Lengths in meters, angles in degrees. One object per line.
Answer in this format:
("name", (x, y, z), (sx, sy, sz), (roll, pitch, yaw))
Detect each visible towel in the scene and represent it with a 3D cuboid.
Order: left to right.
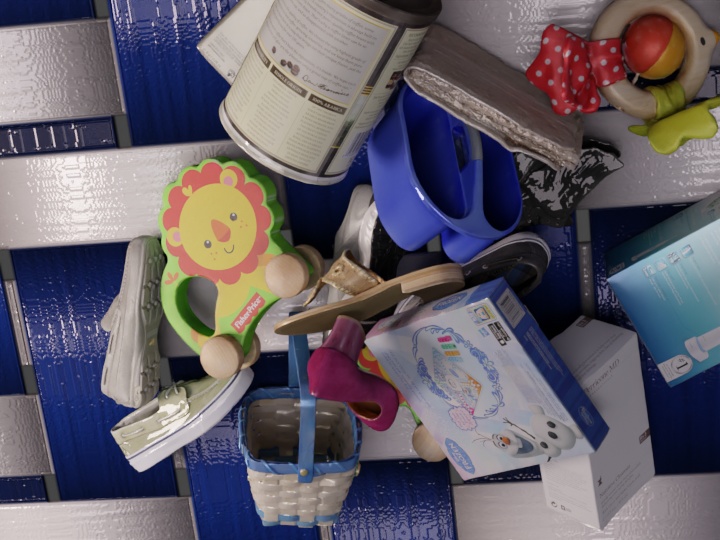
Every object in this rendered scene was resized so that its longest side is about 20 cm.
("towel", (0.139, -0.175, 1.572), (0.199, 0.133, 0.035), (30, 119, -4))

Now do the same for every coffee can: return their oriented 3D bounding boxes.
("coffee can", (-0.032, -0.206, 1.493), (0.145, 0.147, 0.201), (29, 118, -5))

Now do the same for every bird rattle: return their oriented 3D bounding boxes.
("bird rattle", (0.278, -0.206, 1.565), (0.199, 0.113, 0.164), (29, 82, -2))

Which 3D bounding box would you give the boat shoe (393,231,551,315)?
("boat shoe", (0.115, 0.031, 1.641), (0.199, 0.066, 0.070), (-27, 111, 22))

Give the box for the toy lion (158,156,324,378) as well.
("toy lion", (-0.150, -0.014, 1.689), (0.192, 0.069, 0.200), (43, 112, 9))

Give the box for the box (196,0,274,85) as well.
("box", (-0.072, -0.279, 1.584), (0.200, 0.082, 0.068), (-40, 102, 21))

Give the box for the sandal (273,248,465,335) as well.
("sandal", (0.005, 0.009, 1.614), (0.210, 0.078, 0.070), (-16, 73, 18))

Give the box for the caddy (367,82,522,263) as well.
("caddy", (0.090, -0.107, 1.567), (0.140, 0.202, 0.105), (13, 142, -31))

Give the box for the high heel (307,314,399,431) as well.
("high heel", (-0.014, 0.139, 1.642), (0.067, 0.097, 0.201), (10, 147, 27))

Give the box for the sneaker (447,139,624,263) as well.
("sneaker", (0.184, -0.067, 1.647), (0.104, 0.060, 0.201), (31, 112, -6))

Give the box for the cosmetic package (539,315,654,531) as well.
("cosmetic package", (0.249, 0.164, 1.676), (0.081, 0.113, 0.201), (20, 136, 40))

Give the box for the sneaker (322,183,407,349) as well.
("sneaker", (0.000, 0.000, 1.690), (0.073, 0.079, 0.202), (5, 110, -41))

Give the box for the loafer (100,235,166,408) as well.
("loafer", (-0.261, 0.056, 1.746), (0.069, 0.070, 0.202), (12, 104, 19))

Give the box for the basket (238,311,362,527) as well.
("basket", (-0.067, 0.168, 1.718), (0.138, 0.177, 0.202), (-4, 121, -3))

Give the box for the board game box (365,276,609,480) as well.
("board game box", (0.129, 0.118, 1.614), (0.198, 0.043, 0.201), (-21, 110, 47))

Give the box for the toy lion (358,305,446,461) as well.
("toy lion", (0.101, 0.102, 1.731), (0.198, 0.069, 0.193), (-20, 101, 14))

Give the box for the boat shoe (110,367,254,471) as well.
("boat shoe", (-0.209, 0.161, 1.782), (0.199, 0.072, 0.062), (-37, 105, 22))

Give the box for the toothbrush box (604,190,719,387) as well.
("toothbrush box", (0.379, 0.007, 1.639), (0.199, 0.085, 0.147), (-30, 105, 18))
